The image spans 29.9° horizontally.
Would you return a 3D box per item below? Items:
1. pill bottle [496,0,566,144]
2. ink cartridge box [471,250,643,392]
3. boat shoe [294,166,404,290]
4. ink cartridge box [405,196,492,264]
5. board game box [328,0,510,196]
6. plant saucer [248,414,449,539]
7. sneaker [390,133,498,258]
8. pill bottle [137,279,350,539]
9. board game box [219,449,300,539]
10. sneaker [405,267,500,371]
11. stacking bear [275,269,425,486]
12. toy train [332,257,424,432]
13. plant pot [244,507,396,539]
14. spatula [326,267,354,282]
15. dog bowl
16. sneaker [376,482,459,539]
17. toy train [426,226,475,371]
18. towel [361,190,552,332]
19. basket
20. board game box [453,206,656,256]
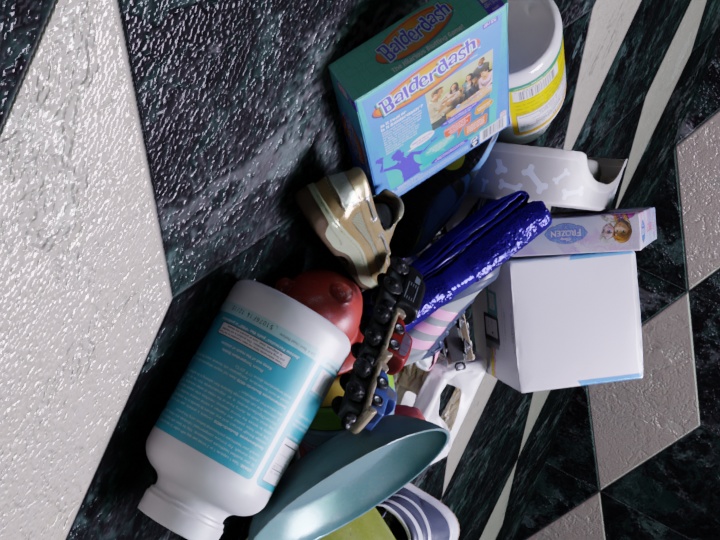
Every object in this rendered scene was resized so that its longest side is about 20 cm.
[{"bbox_3d":[0.150,-0.201,1.351,0.113,0.112,0.200,-61,163,-9],"label":"pill bottle"},{"bbox_3d":[0.221,0.049,1.562,0.200,0.145,0.147,-156,-119,-81],"label":"ink cartridge box"},{"bbox_3d":[0.007,-0.038,1.195,0.076,0.072,0.200,-34,163,3],"label":"boat shoe"},{"bbox_3d":[0.105,-0.051,1.557,0.200,0.044,0.094,-52,161,-36],"label":"ink cartridge box"},{"bbox_3d":[0.057,-0.150,1.163,0.151,0.045,0.200,-33,157,-8],"label":"board game box"},{"bbox_3d":[-0.016,0.178,1.150,0.199,0.036,0.200,-28,159,-11],"label":"plant saucer"},{"bbox_3d":[0.082,-0.097,1.340,0.078,0.066,0.201,-26,154,-56],"label":"sneaker"},{"bbox_3d":[-0.099,0.117,1.077,0.201,0.110,0.111,-60,163,-9],"label":"pill bottle"},{"bbox_3d":[-0.091,0.187,1.345,0.135,0.028,0.201,-31,143,-61],"label":"board game box"},{"bbox_3d":[0.071,0.055,1.397,0.199,0.082,0.070,-32,-166,15],"label":"sneaker"},{"bbox_3d":[-0.024,0.087,1.226,0.114,0.121,0.201,-53,140,-44],"label":"stacking bear"},{"bbox_3d":[0.020,0.063,1.128,0.034,0.046,0.201,-51,-168,40],"label":"toy train"},{"bbox_3d":[-0.019,0.317,1.312,0.187,0.200,0.187,-45,172,-8],"label":"plant pot"},{"bbox_3d":[0.000,0.000,1.356,0.057,0.020,0.200,-66,163,14],"label":"spatula"},{"bbox_3d":[0.180,-0.101,1.426,0.200,0.198,0.059,-5,102,-71],"label":"dog bowl"},{"bbox_3d":[0.000,0.250,1.448,0.108,0.199,0.071,-3,113,-59],"label":"sneaker"},{"bbox_3d":[0.088,0.007,1.441,0.046,0.034,0.202,-1,79,-77],"label":"toy train"},{"bbox_3d":[0.079,-0.009,1.302,0.199,0.050,0.148,-35,-170,-13],"label":"towel"},{"bbox_3d":[0.047,0.140,1.529,0.136,0.123,0.200,-66,163,9],"label":"basket"},{"bbox_3d":[0.220,-0.043,1.492,0.199,0.198,0.042,-16,102,-73],"label":"board game box"}]
